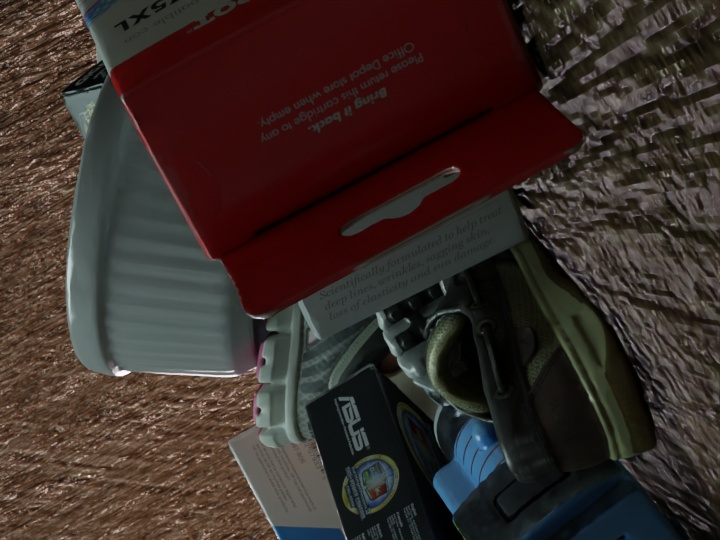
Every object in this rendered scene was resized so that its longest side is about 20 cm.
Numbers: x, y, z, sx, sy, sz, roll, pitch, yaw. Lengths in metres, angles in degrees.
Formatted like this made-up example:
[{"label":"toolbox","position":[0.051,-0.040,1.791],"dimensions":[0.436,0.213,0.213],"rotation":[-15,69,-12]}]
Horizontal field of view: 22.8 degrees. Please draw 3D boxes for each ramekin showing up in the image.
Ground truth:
[{"label":"ramekin","position":[-0.082,-0.034,0.967],"dimensions":[0.202,0.094,0.203],"rotation":[11,-90,-83]}]

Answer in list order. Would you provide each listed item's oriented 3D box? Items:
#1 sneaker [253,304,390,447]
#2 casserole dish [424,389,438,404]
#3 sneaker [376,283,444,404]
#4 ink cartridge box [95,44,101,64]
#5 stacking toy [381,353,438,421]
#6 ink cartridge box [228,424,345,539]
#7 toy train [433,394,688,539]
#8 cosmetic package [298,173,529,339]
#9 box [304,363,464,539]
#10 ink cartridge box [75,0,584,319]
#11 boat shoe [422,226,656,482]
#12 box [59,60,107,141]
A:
[{"label":"sneaker","position":[0.000,0.000,0.926],"dimensions":[0.074,0.087,0.200],"rotation":[-40,-42,-77]},{"label":"casserole dish","position":[0.028,-0.017,0.997],"dimensions":[0.200,0.039,0.121],"rotation":[59,160,31]},{"label":"sneaker","position":[0.059,0.035,0.881],"dimensions":[0.081,0.075,0.200],"rotation":[-95,-20,-68]},{"label":"ink cartridge box","position":[-0.094,-0.126,1.292],"dimensions":[0.200,0.084,0.146],"rotation":[39,-164,-28]},{"label":"stacking toy","position":[0.024,0.025,1.170],"dimensions":[0.146,0.146,0.200],"rotation":[61,-166,-6]},{"label":"ink cartridge box","position":[0.028,0.143,1.306],"dimensions":[0.145,0.200,0.084],"rotation":[61,-179,13]},{"label":"toy train","position":[0.086,0.111,0.761],"dimensions":[0.114,0.087,0.200],"rotation":[55,179,-21]},{"label":"cosmetic package","position":[-0.012,-0.062,0.783],"dimensions":[0.200,0.102,0.074],"rotation":[-119,4,-55]},{"label":"box","position":[0.053,0.164,0.868],"dimensions":[0.160,0.044,0.200],"rotation":[46,-163,-45]},{"label":"ink cartridge box","position":[-0.023,-0.079,0.568],"dimensions":[0.067,0.116,0.200],"rotation":[63,177,-34]},{"label":"boat shoe","position":[0.056,0.027,0.729],"dimensions":[0.200,0.065,0.073],"rotation":[-130,19,-71]},{"label":"box","position":[-0.074,-0.080,1.153],"dimensions":[0.050,0.199,0.200],"rotation":[-8,119,41]}]
